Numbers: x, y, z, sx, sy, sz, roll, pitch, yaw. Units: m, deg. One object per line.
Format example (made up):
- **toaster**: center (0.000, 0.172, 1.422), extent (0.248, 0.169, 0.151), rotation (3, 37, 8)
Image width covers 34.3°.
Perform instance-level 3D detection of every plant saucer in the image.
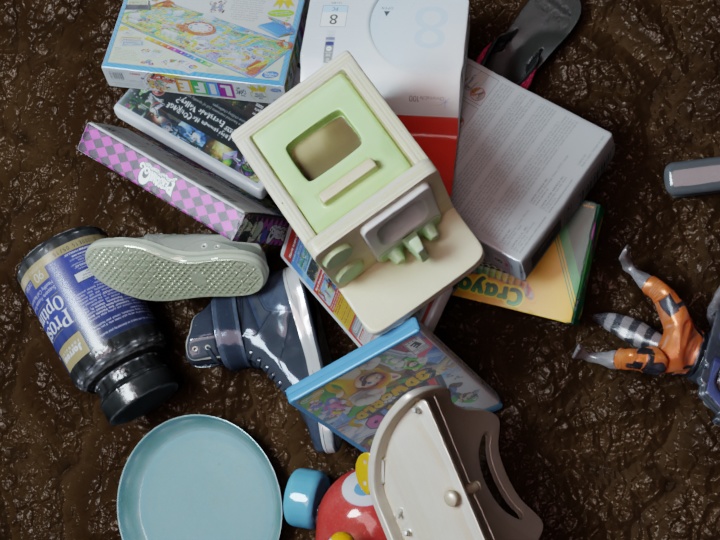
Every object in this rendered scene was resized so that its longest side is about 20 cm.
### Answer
- **plant saucer**: center (-0.172, 0.258, 1.271), extent (0.198, 0.027, 0.203), rotation (-1, 86, 18)

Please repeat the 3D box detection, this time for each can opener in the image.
- **can opener**: center (0.386, -0.084, 1.090), extent (0.198, 0.053, 0.067), rotation (-1, 87, 19)

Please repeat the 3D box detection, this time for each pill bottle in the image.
- **pill bottle**: center (-0.282, 0.061, 1.276), extent (0.111, 0.112, 0.201), rotation (-36, 76, 13)

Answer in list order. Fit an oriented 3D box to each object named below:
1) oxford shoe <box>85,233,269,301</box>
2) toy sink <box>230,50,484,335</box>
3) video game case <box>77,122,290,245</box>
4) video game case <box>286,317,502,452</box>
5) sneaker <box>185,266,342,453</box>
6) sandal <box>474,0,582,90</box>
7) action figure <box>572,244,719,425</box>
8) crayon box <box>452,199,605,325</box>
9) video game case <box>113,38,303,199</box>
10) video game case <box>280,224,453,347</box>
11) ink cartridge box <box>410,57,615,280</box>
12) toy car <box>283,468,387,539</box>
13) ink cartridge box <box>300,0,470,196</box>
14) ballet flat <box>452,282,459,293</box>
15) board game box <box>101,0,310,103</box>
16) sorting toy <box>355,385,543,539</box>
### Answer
- **oxford shoe**: center (-0.189, -0.010, 1.223), extent (0.198, 0.058, 0.076), rotation (1, 130, 9)
- **toy sink**: center (0.000, -0.066, 1.019), extent (0.130, 0.112, 0.201), rotation (-34, 70, 1)
- **video game case**: center (-0.165, -0.086, 1.209), extent (0.199, 0.181, 0.036), rotation (30, 99, 17)
- **video game case**: center (0.038, 0.123, 1.124), extent (0.142, 0.200, 0.018), rotation (-30, 53, 14)
- **sneaker**: center (-0.101, 0.108, 1.222), extent (0.145, 0.077, 0.204), rotation (-18, 71, 5)
- **sandal**: center (0.148, -0.205, 1.182), extent (0.075, 0.045, 0.201), rotation (37, 98, 16)
- **action figure**: center (0.322, 0.051, 1.101), extent (0.192, 0.105, 0.201), rotation (26, 68, 12)
- **crayon box**: center (0.133, -0.026, 1.168), extent (0.198, 0.058, 0.120), rotation (13, 90, 19)
- **video game case**: center (-0.132, -0.190, 1.248), extent (0.199, 0.023, 0.182), rotation (30, 69, 17)
- **video game case**: center (0.000, 0.000, 1.132), extent (0.200, 0.017, 0.144), rotation (48, 139, 26)
- **ink cartridge box**: center (0.119, -0.107, 1.125), extent (0.199, 0.057, 0.163), rotation (31, 73, 26)
- **toy car**: center (-0.011, 0.285, 1.124), extent (0.182, 0.200, 0.179), rotation (5, 88, 18)
- **ink cartridge box**: center (0.018, -0.171, 1.117), extent (0.158, 0.047, 0.202), rotation (4, 64, 9)
- **ballet flat**: center (0.022, -0.047, 1.147), extent (0.072, 0.072, 0.201), rotation (-35, 72, 13)
- **board game box**: center (-0.162, -0.251, 1.249), extent (0.198, 0.034, 0.136), rotation (8, 64, 8)
- **sorting toy**: center (0.104, 0.209, 1.105), extent (0.106, 0.179, 0.202), rotation (-32, 75, 37)
